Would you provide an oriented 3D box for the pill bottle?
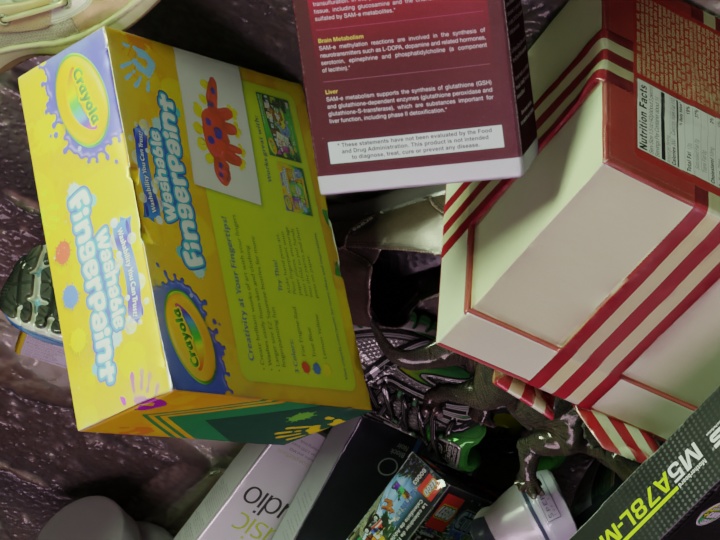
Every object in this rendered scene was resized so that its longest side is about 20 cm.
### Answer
[{"bbox_3d":[-0.162,0.260,1.514,0.111,0.113,0.200,-14,135,24],"label":"pill bottle"}]

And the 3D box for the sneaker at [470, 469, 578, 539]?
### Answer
[{"bbox_3d":[0.112,0.191,1.335,0.070,0.073,0.200,-23,147,1],"label":"sneaker"}]

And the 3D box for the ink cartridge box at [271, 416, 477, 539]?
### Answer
[{"bbox_3d":[-0.005,0.187,1.385,0.099,0.039,0.201,20,111,-21],"label":"ink cartridge box"}]

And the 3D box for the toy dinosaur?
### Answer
[{"bbox_3d":[0.101,0.069,1.210,0.200,0.077,0.102,38,124,2],"label":"toy dinosaur"}]

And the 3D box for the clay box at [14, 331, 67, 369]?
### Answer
[{"bbox_3d":[-0.139,-0.004,1.262,0.114,0.048,0.201,18,137,-10],"label":"clay box"}]

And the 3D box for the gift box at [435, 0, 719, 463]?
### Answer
[{"bbox_3d":[0.156,-0.016,1.095,0.199,0.185,0.187,28,134,-15],"label":"gift box"}]

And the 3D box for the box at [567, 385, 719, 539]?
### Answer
[{"bbox_3d":[0.214,0.133,1.116,0.199,0.048,0.194,8,128,-46],"label":"box"}]

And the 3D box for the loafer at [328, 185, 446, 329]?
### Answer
[{"bbox_3d":[0.000,0.000,1.224,0.199,0.071,0.073,-22,130,30],"label":"loafer"}]

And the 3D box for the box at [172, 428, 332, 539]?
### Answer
[{"bbox_3d":[-0.052,0.201,1.422,0.144,0.036,0.200,30,108,-23],"label":"box"}]

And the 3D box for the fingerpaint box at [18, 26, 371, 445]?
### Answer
[{"bbox_3d":[-0.089,-0.013,1.087,0.073,0.202,0.166,-24,160,33],"label":"fingerpaint box"}]

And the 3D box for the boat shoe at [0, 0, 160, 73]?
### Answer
[{"bbox_3d":[-0.174,-0.158,1.079,0.199,0.074,0.063,-14,139,34],"label":"boat shoe"}]

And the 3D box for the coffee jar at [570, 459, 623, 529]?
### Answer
[{"bbox_3d":[0.213,0.131,1.287,0.104,0.086,0.200,30,152,1],"label":"coffee jar"}]

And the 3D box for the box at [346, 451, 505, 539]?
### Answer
[{"bbox_3d":[0.049,0.205,1.356,0.137,0.038,0.200,-53,149,5],"label":"box"}]

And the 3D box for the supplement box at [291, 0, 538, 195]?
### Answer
[{"bbox_3d":[0.022,-0.145,0.993,0.108,0.061,0.202,-4,104,14],"label":"supplement box"}]

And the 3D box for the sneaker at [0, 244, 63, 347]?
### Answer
[{"bbox_3d":[-0.122,0.041,1.217,0.198,0.079,0.090,11,143,0],"label":"sneaker"}]

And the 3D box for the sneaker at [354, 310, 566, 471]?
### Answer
[{"bbox_3d":[0.047,0.080,1.296,0.198,0.086,0.078,8,139,2],"label":"sneaker"}]
